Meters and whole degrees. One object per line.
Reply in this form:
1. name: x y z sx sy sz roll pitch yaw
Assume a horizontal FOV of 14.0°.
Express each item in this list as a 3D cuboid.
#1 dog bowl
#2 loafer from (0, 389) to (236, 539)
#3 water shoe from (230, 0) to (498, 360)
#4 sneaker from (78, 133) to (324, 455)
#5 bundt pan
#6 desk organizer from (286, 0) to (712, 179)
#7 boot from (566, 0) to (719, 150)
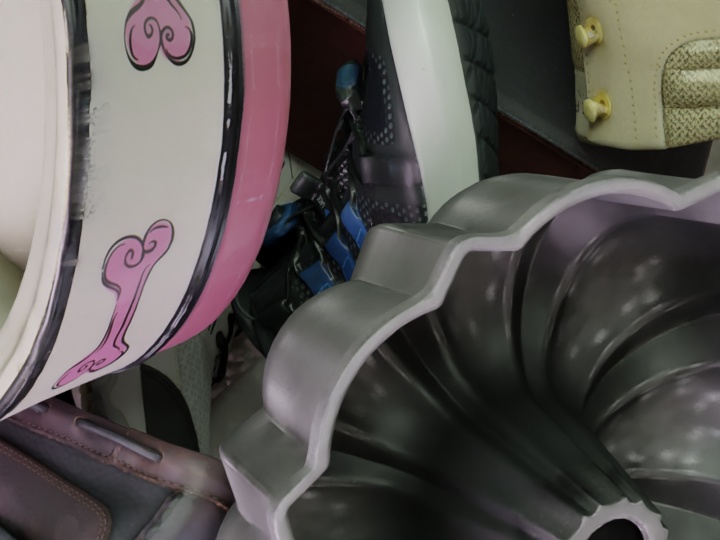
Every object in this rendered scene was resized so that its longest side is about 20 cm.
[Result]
1. dog bowl: -0.089 -0.059 0.773 0.074 0.200 0.200 -7 60 -32
2. loafer: -0.093 0.049 0.832 0.063 0.072 0.200 -58 38 2
3. water shoe: 0.000 0.000 0.828 0.079 0.200 0.072 0 35 6
4. sneaker: -0.043 -0.018 0.904 0.088 0.076 0.200 4 69 -9
5. bundt pan: 0.047 0.064 0.764 0.202 0.202 0.076 -37 29 -16
6. desk organizer: 0.006 -0.074 0.877 0.200 0.077 0.072 30 56 -19
7. boot: 0.053 -0.111 0.819 0.200 0.156 0.073 2 19 10
